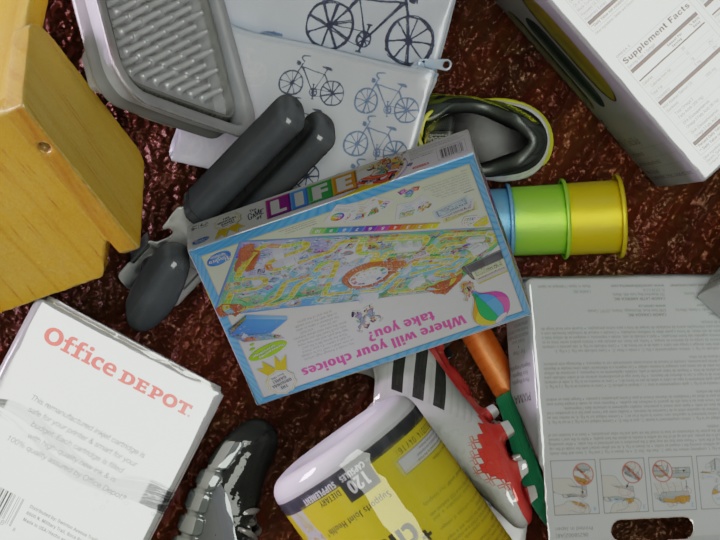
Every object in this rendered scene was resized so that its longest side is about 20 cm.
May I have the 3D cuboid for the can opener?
[{"bbox_3d":[-0.092,-0.031,1.602,0.053,0.067,0.200,27,125,-29],"label":"can opener"}]

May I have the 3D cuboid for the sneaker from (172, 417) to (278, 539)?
[{"bbox_3d":[-0.076,0.210,1.626,0.115,0.075,0.201,28,97,17],"label":"sneaker"}]

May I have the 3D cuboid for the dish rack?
[{"bbox_3d":[-0.148,-0.183,1.582,0.043,0.171,0.201,-24,71,23],"label":"dish rack"}]

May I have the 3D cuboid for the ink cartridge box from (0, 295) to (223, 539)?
[{"bbox_3d":[-0.200,0.135,1.621,0.144,0.084,0.201,28,89,-4],"label":"ink cartridge box"}]

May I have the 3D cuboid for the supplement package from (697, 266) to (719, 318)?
[{"bbox_3d":[0.368,-0.019,1.622,0.151,0.152,0.200,42,71,-4],"label":"supplement package"}]

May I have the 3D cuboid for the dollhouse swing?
[{"bbox_3d":[-0.246,-0.101,1.595,0.199,0.176,0.182,-19,124,30],"label":"dollhouse swing"}]

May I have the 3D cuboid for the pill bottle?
[{"bbox_3d":[0.041,0.190,1.548,0.112,0.112,0.200,-36,92,-4],"label":"pill bottle"}]

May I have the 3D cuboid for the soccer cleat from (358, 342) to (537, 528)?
[{"bbox_3d":[0.050,0.107,1.619,0.085,0.069,0.200,-30,58,-5],"label":"soccer cleat"}]

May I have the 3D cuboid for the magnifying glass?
[{"bbox_3d":[0.114,0.104,1.666,0.022,0.080,0.201,-31,83,29],"label":"magnifying glass"}]

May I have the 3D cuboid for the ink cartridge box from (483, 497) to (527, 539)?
[{"bbox_3d":[0.033,0.246,1.644,0.145,0.085,0.201,6,87,-6],"label":"ink cartridge box"}]

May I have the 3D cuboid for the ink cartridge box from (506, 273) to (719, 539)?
[{"bbox_3d":[0.188,0.103,1.649,0.162,0.057,0.201,0,84,-18],"label":"ink cartridge box"}]

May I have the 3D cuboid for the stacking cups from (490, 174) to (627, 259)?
[{"bbox_3d":[0.086,-0.029,1.664,0.199,0.061,0.061,-5,90,-3],"label":"stacking cups"}]

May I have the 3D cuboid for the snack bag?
[{"bbox_3d":[-0.028,-0.151,1.628,0.188,0.021,0.201,15,88,24],"label":"snack bag"}]

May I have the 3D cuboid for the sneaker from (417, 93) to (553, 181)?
[{"bbox_3d":[0.036,-0.097,1.640,0.199,0.085,0.075,-2,90,1],"label":"sneaker"}]

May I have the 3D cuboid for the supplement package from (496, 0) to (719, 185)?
[{"bbox_3d":[0.207,-0.182,1.619,0.151,0.152,0.200,-42,94,-4],"label":"supplement package"}]

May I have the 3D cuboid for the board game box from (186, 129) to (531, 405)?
[{"bbox_3d":[0.000,0.000,1.583,0.199,0.034,0.135,-18,121,6],"label":"board game box"}]
